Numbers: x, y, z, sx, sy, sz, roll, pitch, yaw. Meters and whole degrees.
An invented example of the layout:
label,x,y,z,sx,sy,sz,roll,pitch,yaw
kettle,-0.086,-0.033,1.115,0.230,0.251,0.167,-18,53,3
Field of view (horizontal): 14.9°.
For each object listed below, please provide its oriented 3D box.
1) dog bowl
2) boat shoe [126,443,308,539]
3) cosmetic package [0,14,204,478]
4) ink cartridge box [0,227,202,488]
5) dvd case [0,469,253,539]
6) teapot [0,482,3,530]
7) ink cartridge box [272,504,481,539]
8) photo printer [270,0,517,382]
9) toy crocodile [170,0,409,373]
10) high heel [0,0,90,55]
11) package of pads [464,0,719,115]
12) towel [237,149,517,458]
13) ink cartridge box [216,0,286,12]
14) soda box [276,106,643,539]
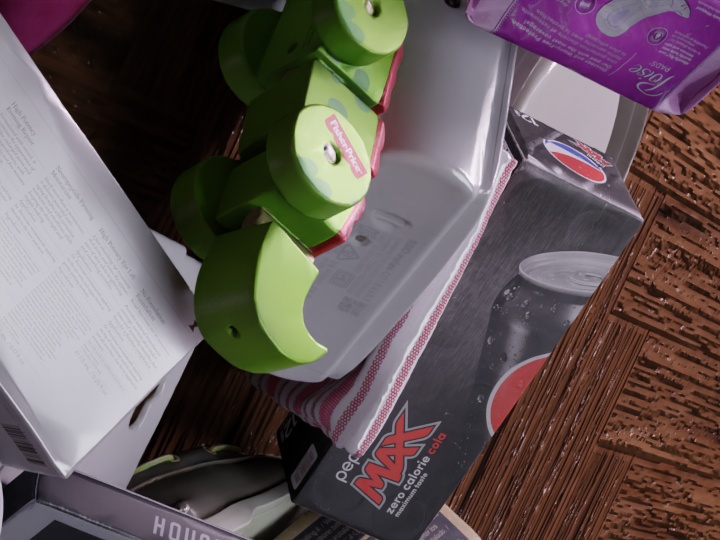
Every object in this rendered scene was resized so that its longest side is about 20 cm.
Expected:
label,x,y,z,sx,sy,sz,roll,pitch,yaw
dog bowl,0.082,-0.065,1.433,0.200,0.059,0.200,-46,151,-35
boat shoe,-0.072,0.111,1.288,0.072,0.060,0.202,-52,168,14
cosmetic package,-0.139,-0.031,0.932,0.083,0.051,0.200,-44,116,-25
ink cartridge box,-0.141,0.018,1.071,0.116,0.067,0.200,-64,155,-3
dvd case,-0.082,0.148,1.127,0.150,0.200,0.025,-39,-143,44
teapot,-0.232,0.137,0.912,0.200,0.197,0.146,-57,128,-66
ink cartridge box,-0.048,0.201,1.342,0.165,0.075,0.200,-34,164,-46
photo printer,0.009,-0.074,1.157,0.166,0.069,0.200,128,-22,-48
toy crocodile,-0.017,-0.053,0.996,0.062,0.067,0.200,40,44,-27
high heel,-0.117,-0.173,0.956,0.096,0.067,0.200,13,95,-57
package of pads,0.089,-0.167,1.110,0.120,0.200,0.076,22,130,-29
towel,0.000,0.000,1.238,0.146,0.030,0.200,-64,-163,0
ink cartridge box,-0.034,-0.201,1.055,0.145,0.083,0.200,6,108,-64
soda box,0.042,0.027,1.250,0.200,0.071,0.063,-57,-157,21
